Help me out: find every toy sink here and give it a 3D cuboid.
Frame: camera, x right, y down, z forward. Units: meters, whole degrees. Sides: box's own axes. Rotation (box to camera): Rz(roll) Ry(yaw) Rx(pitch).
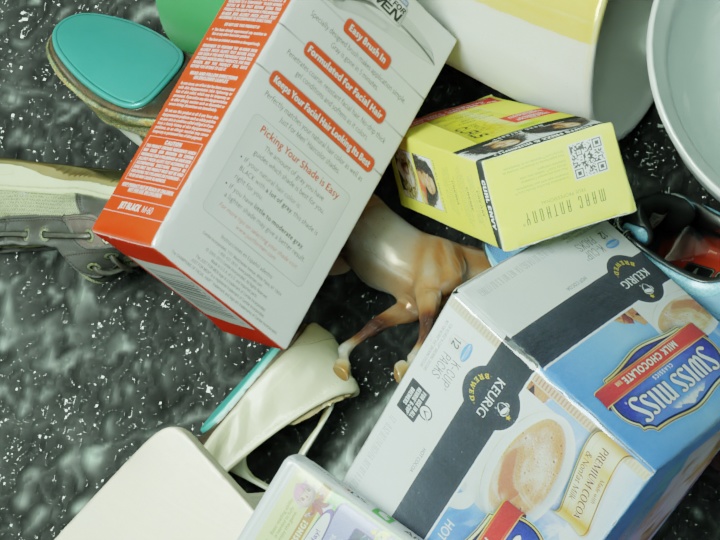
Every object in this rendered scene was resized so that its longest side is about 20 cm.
[{"bbox_3d":[-0.062,0.196,1.099,0.200,0.112,0.130,45,98,14],"label":"toy sink"}]

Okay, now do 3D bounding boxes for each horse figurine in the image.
[{"bbox_3d":[0.000,0.000,1.157,0.199,0.050,0.133,25,49,26],"label":"horse figurine"}]

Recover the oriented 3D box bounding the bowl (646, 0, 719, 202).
[{"bbox_3d":[0.247,-0.098,1.105,0.200,0.090,0.202,1,73,-2],"label":"bowl"}]

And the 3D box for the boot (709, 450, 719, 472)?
[{"bbox_3d":[0.234,0.021,1.108,0.166,0.072,0.201,23,74,23],"label":"boot"}]

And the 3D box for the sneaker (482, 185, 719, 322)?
[{"bbox_3d":[0.151,-0.017,1.086,0.199,0.090,0.079,14,56,33],"label":"sneaker"}]

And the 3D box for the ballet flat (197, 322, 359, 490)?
[{"bbox_3d":[-0.081,0.114,1.159,0.200,0.069,0.069,-43,72,-2],"label":"ballet flat"}]

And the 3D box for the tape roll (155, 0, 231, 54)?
[{"bbox_3d":[-0.053,-0.215,1.157,0.048,0.200,0.201,17,81,14],"label":"tape roll"}]

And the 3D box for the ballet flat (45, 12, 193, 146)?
[{"bbox_3d":[-0.106,-0.094,1.207,0.199,0.071,0.071,22,82,28],"label":"ballet flat"}]

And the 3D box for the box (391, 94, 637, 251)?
[{"bbox_3d":[0.074,-0.055,1.078,0.075,0.200,0.050,-17,102,-9],"label":"box"}]

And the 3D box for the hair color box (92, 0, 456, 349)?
[{"bbox_3d":[-0.043,-0.074,1.082,0.064,0.111,0.201,15,70,49],"label":"hair color box"}]

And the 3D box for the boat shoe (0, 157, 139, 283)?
[{"bbox_3d":[-0.147,-0.026,1.187,0.200,0.072,0.066,10,97,37],"label":"boat shoe"}]

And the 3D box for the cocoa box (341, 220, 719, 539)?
[{"bbox_3d":[0.090,0.097,1.039,0.131,0.133,0.200,43,130,17],"label":"cocoa box"}]

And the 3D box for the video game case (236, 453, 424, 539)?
[{"bbox_3d":[-0.012,0.224,1.008,0.182,0.022,0.201,34,99,16],"label":"video game case"}]

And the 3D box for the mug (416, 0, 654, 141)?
[{"bbox_3d":[0.099,-0.183,1.146,0.153,0.149,0.188,21,107,25],"label":"mug"}]
